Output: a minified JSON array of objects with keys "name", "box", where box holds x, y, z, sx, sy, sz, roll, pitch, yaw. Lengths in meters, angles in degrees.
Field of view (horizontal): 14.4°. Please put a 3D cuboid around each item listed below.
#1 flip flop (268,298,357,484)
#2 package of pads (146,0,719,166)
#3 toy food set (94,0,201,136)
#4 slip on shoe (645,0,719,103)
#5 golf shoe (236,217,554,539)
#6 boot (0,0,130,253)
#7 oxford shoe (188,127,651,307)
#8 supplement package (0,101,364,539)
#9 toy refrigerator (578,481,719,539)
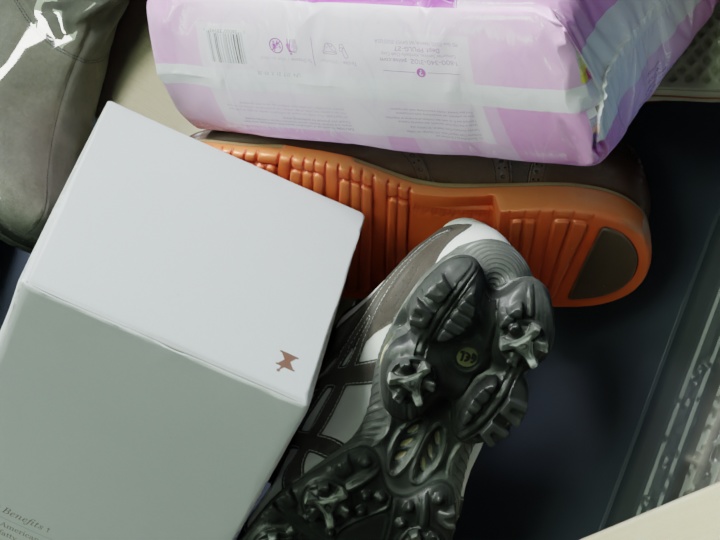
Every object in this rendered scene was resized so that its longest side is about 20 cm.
[{"name":"flip flop","box":[0.000,0.000,1.212,0.081,0.058,0.200,142,139,-66]},{"name":"package of pads","box":[0.029,-0.102,1.101,0.200,0.076,0.121,6,38,34]},{"name":"toy food set","box":[-0.063,-0.120,1.292,0.144,0.060,0.200,-58,38,9]},{"name":"slip on shoe","box":[0.108,-0.100,1.161,0.200,0.061,0.074,7,94,35]},{"name":"golf shoe","box":[0.009,0.068,1.117,0.200,0.078,0.095,-54,18,19]},{"name":"boot","box":[-0.122,-0.117,1.252,0.131,0.068,0.200,-33,46,38]},{"name":"oxford shoe","box":[0.019,-0.034,1.160,0.200,0.071,0.073,9,45,-1]},{"name":"supplement package","box":[-0.094,0.056,1.135,0.117,0.117,0.200,-71,8,-48]},{"name":"toy refrigerator","box":[0.101,0.145,1.094,0.200,0.070,0.076,-27,66,30]}]
